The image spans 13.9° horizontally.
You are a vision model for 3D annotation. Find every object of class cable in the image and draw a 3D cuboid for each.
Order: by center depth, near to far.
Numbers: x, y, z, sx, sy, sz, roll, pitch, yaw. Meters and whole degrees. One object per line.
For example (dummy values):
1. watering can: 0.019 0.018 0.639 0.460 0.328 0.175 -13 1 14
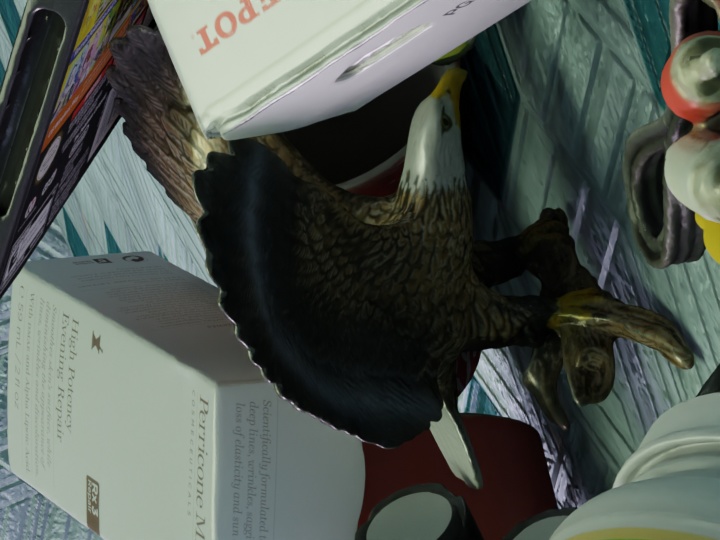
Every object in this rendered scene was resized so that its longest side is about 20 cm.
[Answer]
1. cable: 0.096 -0.040 0.901 0.200 0.050 0.098 174 75 -78

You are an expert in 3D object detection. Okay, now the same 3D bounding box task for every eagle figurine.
1. eagle figurine: 0.001 -0.008 1.092 0.152 0.199 0.152 -32 55 59

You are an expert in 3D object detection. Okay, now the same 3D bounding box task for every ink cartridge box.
1. ink cartridge box: -0.019 -0.164 0.978 0.145 0.085 0.201 -30 78 40

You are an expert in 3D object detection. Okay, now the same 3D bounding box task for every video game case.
1. video game case: -0.099 -0.103 1.130 0.200 0.025 0.181 -65 -2 -58

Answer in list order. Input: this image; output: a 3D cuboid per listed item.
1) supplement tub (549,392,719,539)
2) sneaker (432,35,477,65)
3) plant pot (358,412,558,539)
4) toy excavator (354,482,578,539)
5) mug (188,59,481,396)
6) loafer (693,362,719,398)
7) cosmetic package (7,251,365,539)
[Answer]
1. supplement tub: 0.092 0.148 0.795 0.145 0.200 0.146 22 149 15
2. sneaker: -0.012 -0.166 1.097 0.078 0.090 0.201 -153 42 -74
3. plant pot: 0.014 0.161 1.306 0.200 0.199 0.178 115 153 -76
4. toy excavator: 0.051 0.189 1.067 0.194 0.200 0.100 5 135 38
5. mug: 0.001 -0.039 1.300 0.133 0.178 0.200 21 150 24
6. loafer: 0.125 0.092 0.990 0.201 0.068 0.071 97 159 -60
7. cosmetic package: -0.077 0.064 1.243 0.200 0.074 0.102 25 116 58
